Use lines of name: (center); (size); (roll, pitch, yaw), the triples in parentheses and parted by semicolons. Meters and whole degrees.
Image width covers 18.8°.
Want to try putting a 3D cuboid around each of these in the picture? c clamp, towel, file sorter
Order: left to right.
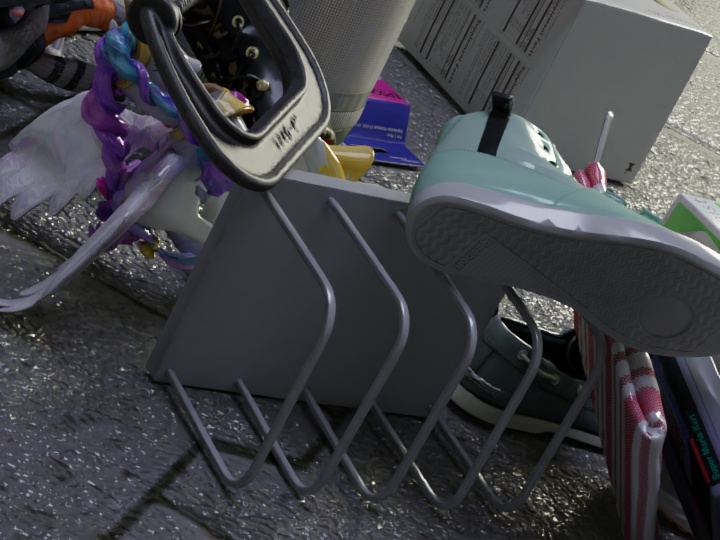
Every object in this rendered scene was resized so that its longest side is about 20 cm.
c clamp: (-0.076, -0.131, 1.162); (0.171, 0.027, 0.200); (57, 24, -17)
file sorter: (0.014, 0.046, 1.189); (0.199, 0.139, 0.125); (10, 30, -36)
towel: (0.151, 0.057, 1.250); (0.030, 0.147, 0.201); (-9, 52, 0)

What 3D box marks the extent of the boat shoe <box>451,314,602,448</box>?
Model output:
boat shoe: (0.144, 0.069, 1.380); (0.199, 0.062, 0.073); (10, 26, -36)

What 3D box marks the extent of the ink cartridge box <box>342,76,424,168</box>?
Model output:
ink cartridge box: (-0.030, -0.149, 1.703); (0.094, 0.037, 0.200); (5, 32, -41)

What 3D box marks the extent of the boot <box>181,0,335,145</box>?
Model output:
boot: (-0.088, -0.148, 1.341); (0.203, 0.073, 0.154); (14, 54, -63)

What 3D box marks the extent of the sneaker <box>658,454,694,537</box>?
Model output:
sneaker: (0.267, 0.134, 1.335); (0.199, 0.092, 0.076); (25, 23, -1)

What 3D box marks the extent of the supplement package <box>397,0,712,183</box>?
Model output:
supplement package: (0.164, -0.199, 1.870); (0.151, 0.151, 0.200); (10, 28, -36)

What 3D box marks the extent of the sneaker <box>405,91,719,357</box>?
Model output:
sneaker: (0.127, -0.030, 1.179); (0.200, 0.074, 0.118); (20, 37, -5)

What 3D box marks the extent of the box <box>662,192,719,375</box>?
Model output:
box: (0.319, 0.048, 1.582); (0.176, 0.097, 0.200); (12, 27, -36)

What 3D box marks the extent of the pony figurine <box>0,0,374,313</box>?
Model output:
pony figurine: (-0.113, -0.051, 1.235); (0.200, 0.193, 0.167); (35, 18, -34)

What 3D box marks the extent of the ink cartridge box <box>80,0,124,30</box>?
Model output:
ink cartridge box: (-0.201, -0.265, 1.641); (0.125, 0.129, 0.200); (38, 24, 26)

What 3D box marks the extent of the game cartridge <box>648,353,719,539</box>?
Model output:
game cartridge: (0.194, 0.110, 1.227); (0.038, 0.130, 0.200); (-17, 46, 1)

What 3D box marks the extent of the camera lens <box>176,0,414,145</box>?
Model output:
camera lens: (-0.051, -0.186, 1.537); (0.159, 0.201, 0.160); (22, 23, -10)

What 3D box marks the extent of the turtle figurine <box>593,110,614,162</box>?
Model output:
turtle figurine: (0.209, -0.027, 1.444); (0.144, 0.200, 0.194); (35, 4, -5)

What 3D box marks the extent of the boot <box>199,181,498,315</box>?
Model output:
boot: (0.000, 0.000, 1.367); (0.200, 0.073, 0.144); (4, 33, -50)

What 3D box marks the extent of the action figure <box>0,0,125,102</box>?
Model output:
action figure: (-0.214, -0.154, 1.413); (0.199, 0.105, 0.193); (3, 10, 40)
